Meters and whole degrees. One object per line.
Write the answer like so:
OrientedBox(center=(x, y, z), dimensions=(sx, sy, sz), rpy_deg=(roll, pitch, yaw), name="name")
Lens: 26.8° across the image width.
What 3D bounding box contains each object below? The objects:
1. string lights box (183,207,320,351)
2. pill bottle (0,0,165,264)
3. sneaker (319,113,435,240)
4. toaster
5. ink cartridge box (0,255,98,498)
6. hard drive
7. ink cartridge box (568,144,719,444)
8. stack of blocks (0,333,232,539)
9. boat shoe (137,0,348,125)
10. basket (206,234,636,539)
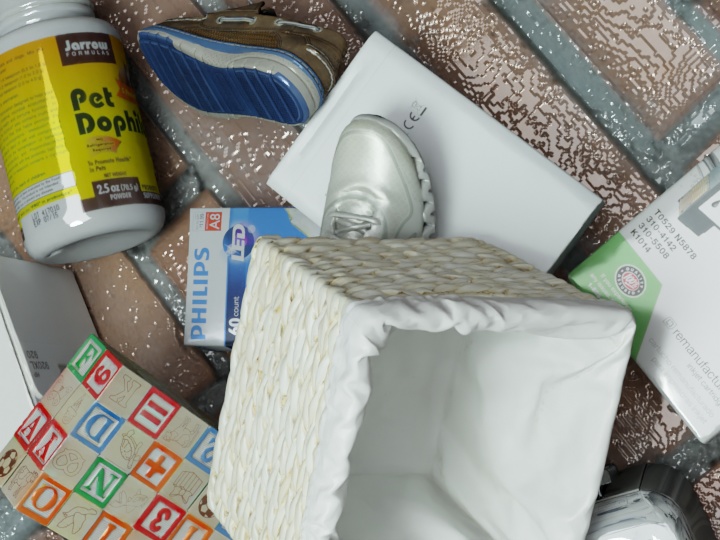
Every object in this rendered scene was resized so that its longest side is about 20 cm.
OrientedBox(center=(-0.024, 0.008, 1.095), dimensions=(0.197, 0.059, 0.104), rpy_deg=(0, 83, 15), name="string lights box")
OrientedBox(center=(-0.220, -0.114, 1.134), dimensions=(0.108, 0.109, 0.202), rpy_deg=(-18, 82, 14), name="pill bottle")
OrientedBox(center=(0.000, 0.000, 0.991), dimensions=(0.074, 0.081, 0.203), rpy_deg=(11, 106, 29), name="sneaker")
OrientedBox(center=(0.186, 0.226, 0.985), dimensions=(0.112, 0.129, 0.202), rpy_deg=(-19, 82, 15), name="toaster")
OrientedBox(center=(-0.301, 0.097, 1.124), dimensions=(0.198, 0.147, 0.146), rpy_deg=(-25, 80, 13), name="ink cartridge box")
OrientedBox(center=(0.049, -0.053, 1.037), dimensions=(0.199, 0.027, 0.132), rpy_deg=(38, 95, 16), name="hard drive")
OrientedBox(center=(0.261, -0.005, 1.002), dimensions=(0.200, 0.084, 0.147), rpy_deg=(-42, 77, 10), name="ink cartridge box")
OrientedBox(center=(-0.140, 0.148, 1.043), dimensions=(0.116, 0.200, 0.058), rpy_deg=(-53, 37, -3), name="stack of blocks")
OrientedBox(center=(-0.084, -0.155, 1.105), dimensions=(0.199, 0.073, 0.072), rpy_deg=(22, 58, 42), name="boat shoe")
OrientedBox(center=(0.029, 0.088, 0.903), dimensions=(0.161, 0.196, 0.202), rpy_deg=(36, 119, 52), name="basket")
